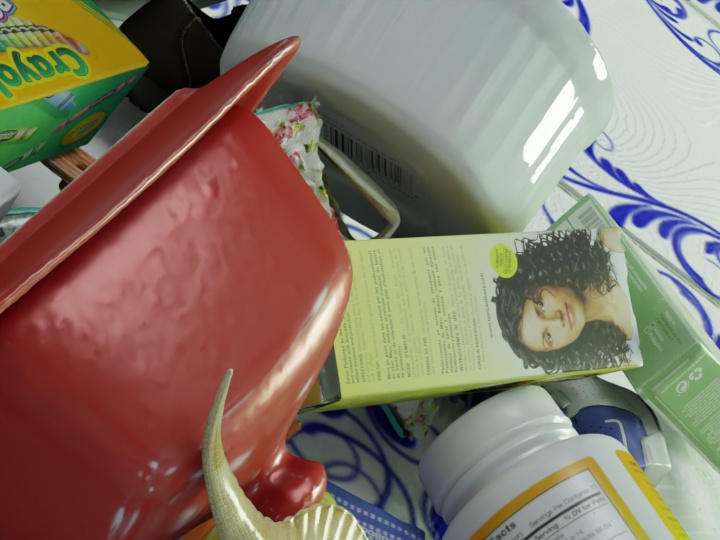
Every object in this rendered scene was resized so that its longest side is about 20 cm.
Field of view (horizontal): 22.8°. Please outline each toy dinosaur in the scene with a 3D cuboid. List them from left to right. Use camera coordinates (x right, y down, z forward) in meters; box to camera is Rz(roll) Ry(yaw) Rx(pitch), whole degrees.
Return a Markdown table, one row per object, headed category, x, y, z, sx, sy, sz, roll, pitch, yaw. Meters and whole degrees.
| category | x | y | z | sx | sy | sz | roll | pitch | yaw |
| --- | --- | --- | --- | --- | --- | --- | --- | --- | --- |
| toy dinosaur | -0.030 | 0.124 | 0.633 | 0.200 | 0.058 | 0.102 | 51 | 56 | -38 |

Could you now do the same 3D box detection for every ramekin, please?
| category | x | y | z | sx | sy | sz | roll | pitch | yaw |
| --- | --- | --- | --- | --- | --- | --- | --- | --- | --- |
| ramekin | 0.023 | -0.093 | 0.926 | 0.200 | 0.200 | 0.098 | 35 | 74 | -6 |

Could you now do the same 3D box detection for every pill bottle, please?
| category | x | y | z | sx | sy | sz | roll | pitch | yaw |
| --- | --- | --- | --- | --- | --- | --- | --- | --- | --- |
| pill bottle | 0.109 | 0.155 | 0.834 | 0.109 | 0.110 | 0.201 | -1 | 49 | -47 |

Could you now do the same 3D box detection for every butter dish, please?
| category | x | y | z | sx | sy | sz | roll | pitch | yaw |
| --- | --- | --- | --- | --- | --- | --- | --- | --- | --- |
| butter dish | -0.074 | 0.045 | 0.670 | 0.148 | 0.200 | 0.200 | 45 | 52 | -2 |

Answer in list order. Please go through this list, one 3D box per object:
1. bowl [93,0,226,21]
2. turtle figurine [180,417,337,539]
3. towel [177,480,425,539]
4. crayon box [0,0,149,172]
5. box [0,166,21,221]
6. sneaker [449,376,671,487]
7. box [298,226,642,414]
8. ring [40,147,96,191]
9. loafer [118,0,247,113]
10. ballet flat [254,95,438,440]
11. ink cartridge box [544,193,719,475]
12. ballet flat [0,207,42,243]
| category | x | y | z | sx | sy | sz | roll | pitch | yaw |
| --- | --- | --- | --- | --- | --- | --- | --- | --- | --- |
| bowl | -0.134 | -0.192 | 0.987 | 0.199 | 0.198 | 0.076 | 5 | 82 | -44 |
| turtle figurine | -0.015 | 0.137 | 0.729 | 0.161 | 0.064 | 0.200 | 41 | 28 | 0 |
| towel | -0.033 | 0.150 | 0.774 | 0.144 | 0.024 | 0.201 | 31 | 32 | -15 |
| crayon box | -0.189 | -0.097 | 0.769 | 0.119 | 0.058 | 0.200 | 46 | 25 | 4 |
| box | -0.252 | -0.022 | 0.641 | 0.199 | 0.153 | 0.106 | 39 | 30 | 1 |
| sneaker | 0.073 | 0.058 | 0.964 | 0.114 | 0.081 | 0.200 | 10 | 34 | -33 |
| box | 0.044 | 0.022 | 0.850 | 0.198 | 0.050 | 0.076 | -5 | 81 | -35 |
| ring | -0.139 | -0.079 | 0.936 | 0.200 | 0.019 | 0.201 | 36 | 20 | -15 |
| loafer | -0.058 | -0.108 | 1.017 | 0.199 | 0.071 | 0.073 | 13 | 33 | -54 |
| ballet flat | 0.000 | 0.000 | 0.887 | 0.201 | 0.064 | 0.076 | 56 | 7 | -27 |
| ink cartridge box | 0.189 | 0.063 | 1.005 | 0.200 | 0.048 | 0.146 | 43 | 12 | -37 |
| ballet flat | -0.107 | 0.012 | 0.832 | 0.199 | 0.072 | 0.072 | 3 | 45 | -44 |
